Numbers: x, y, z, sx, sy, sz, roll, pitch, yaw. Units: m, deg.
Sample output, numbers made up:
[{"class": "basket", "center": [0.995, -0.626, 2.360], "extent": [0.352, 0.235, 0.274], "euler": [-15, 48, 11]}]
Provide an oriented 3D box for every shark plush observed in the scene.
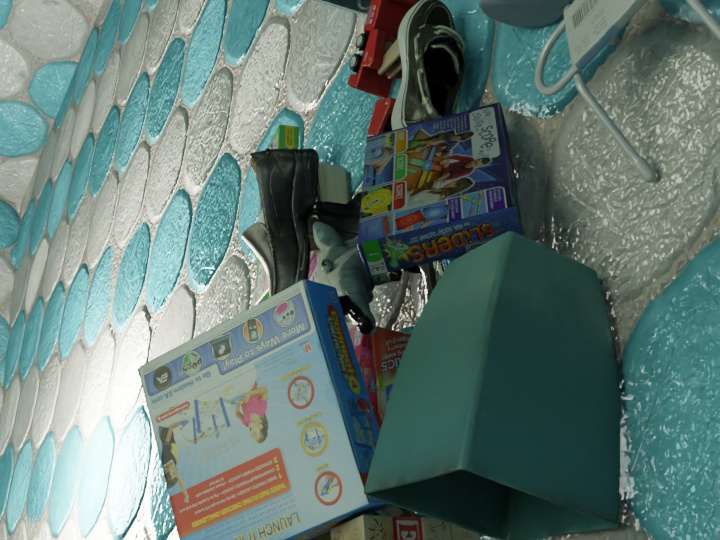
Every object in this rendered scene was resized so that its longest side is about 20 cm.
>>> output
[{"class": "shark plush", "center": [0.000, 0.000, 1.073], "extent": [0.200, 0.082, 0.092], "euler": [-89, -12, -80]}]

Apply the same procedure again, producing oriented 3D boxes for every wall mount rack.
[{"class": "wall mount rack", "center": [0.219, -0.178, 0.863], "extent": [0.200, 0.074, 0.175], "euler": [-49, 33, 44]}]

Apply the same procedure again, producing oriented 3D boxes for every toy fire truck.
[{"class": "toy fire truck", "center": [0.040, -0.246, 1.287], "extent": [0.141, 0.048, 0.202], "euler": [24, 98, 64]}]

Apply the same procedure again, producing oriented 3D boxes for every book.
[{"class": "book", "center": [-0.052, -0.010, 1.370], "extent": [0.134, 0.047, 0.202], "euler": [123, 149, -46]}]

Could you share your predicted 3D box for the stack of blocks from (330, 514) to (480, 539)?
[{"class": "stack of blocks", "center": [0.044, 0.305, 0.916], "extent": [0.058, 0.114, 0.202], "euler": [-37, 50, 52]}]

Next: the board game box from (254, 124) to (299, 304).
[{"class": "board game box", "center": [-0.106, -0.065, 1.440], "extent": [0.135, 0.029, 0.203], "euler": [140, 133, -69]}]

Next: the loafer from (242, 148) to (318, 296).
[{"class": "loafer", "center": [-0.087, -0.030, 1.173], "extent": [0.073, 0.071, 0.203], "euler": [111, 164, -69]}]

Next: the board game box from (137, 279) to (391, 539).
[{"class": "board game box", "center": [-0.085, 0.140, 0.991], "extent": [0.199, 0.056, 0.198], "euler": [-27, 70, 25]}]

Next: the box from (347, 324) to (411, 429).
[{"class": "box", "center": [-0.006, 0.114, 1.137], "extent": [0.199, 0.099, 0.097], "euler": [-12, 66, 62]}]

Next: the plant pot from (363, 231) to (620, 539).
[{"class": "plant pot", "center": [0.110, 0.085, 0.874], "extent": [0.141, 0.140, 0.202], "euler": [-30, 44, 56]}]

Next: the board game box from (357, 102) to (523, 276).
[{"class": "board game box", "center": [0.069, -0.076, 0.999], "extent": [0.201, 0.134, 0.035], "euler": [-84, -22, -57]}]

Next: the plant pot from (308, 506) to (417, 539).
[{"class": "plant pot", "center": [-0.038, 0.287, 1.055], "extent": [0.201, 0.186, 0.187], "euler": [-53, 31, 12]}]

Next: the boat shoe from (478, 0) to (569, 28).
[{"class": "boat shoe", "center": [0.164, -0.283, 1.004], "extent": [0.202, 0.074, 0.087], "euler": [147, 144, -78]}]

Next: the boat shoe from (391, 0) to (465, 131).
[{"class": "boat shoe", "center": [0.079, -0.210, 1.151], "extent": [0.064, 0.070, 0.202], "euler": [-40, 34, 46]}]

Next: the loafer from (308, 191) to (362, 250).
[{"class": "loafer", "center": [-0.020, -0.036, 1.235], "extent": [0.199, 0.072, 0.073], "euler": [-12, 71, 45]}]

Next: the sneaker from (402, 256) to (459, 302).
[{"class": "sneaker", "center": [0.065, -0.041, 1.103], "extent": [0.083, 0.070, 0.201], "euler": [-48, 39, 34]}]

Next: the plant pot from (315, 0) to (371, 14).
[{"class": "plant pot", "center": [-0.043, -0.426, 1.402], "extent": [0.197, 0.194, 0.201], "euler": [-60, 38, 29]}]
